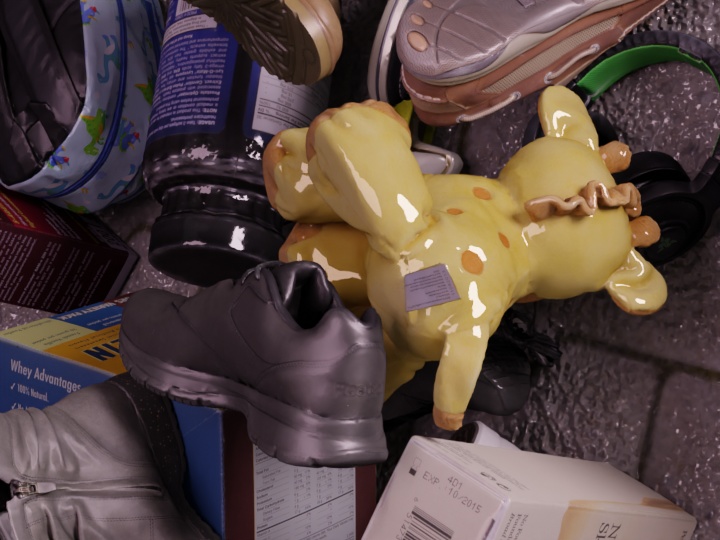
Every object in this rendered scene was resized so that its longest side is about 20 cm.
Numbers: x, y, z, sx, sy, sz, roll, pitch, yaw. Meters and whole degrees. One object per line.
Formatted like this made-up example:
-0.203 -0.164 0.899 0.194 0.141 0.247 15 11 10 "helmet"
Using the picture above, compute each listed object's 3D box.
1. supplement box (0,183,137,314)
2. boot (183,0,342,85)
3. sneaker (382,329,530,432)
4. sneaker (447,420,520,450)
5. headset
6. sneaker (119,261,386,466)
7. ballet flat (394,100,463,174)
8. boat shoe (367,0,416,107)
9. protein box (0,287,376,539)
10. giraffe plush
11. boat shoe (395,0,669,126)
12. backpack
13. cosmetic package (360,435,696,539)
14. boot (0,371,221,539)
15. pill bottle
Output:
-0.259 -0.030 1.400 0.109 0.200 0.061 40 106 36 "supplement box"
-0.001 -0.204 1.240 0.175 0.200 0.066 42 151 37 "boot"
0.024 0.063 1.252 0.200 0.076 0.091 19 100 48 "sneaker"
0.041 0.190 1.184 0.200 0.085 0.073 -54 14 1 "sneaker"
0.145 -0.039 1.183 0.123 0.094 0.200 36 88 41 "headset"
-0.051 0.033 1.071 0.200 0.076 0.091 20 106 44 "sneaker"
0.035 -0.090 1.273 0.067 0.067 0.201 13 87 17 "ballet flat"
0.074 -0.173 1.220 0.062 0.075 0.200 33 75 21 "boat shoe"
-0.106 0.137 1.251 0.198 0.135 0.201 14 111 39 "protein box"
0.065 -0.020 1.087 0.200 0.162 0.173 17 123 59 "giraffe plush"
0.105 -0.142 1.174 0.076 0.199 0.072 52 157 35 "boat shoe"
-0.201 -0.137 1.426 0.163 0.154 0.200 -37 39 25 "backpack"
0.086 0.154 1.094 0.071 0.200 0.106 31 102 36 "cosmetic package"
-0.139 0.157 1.106 0.068 0.130 0.201 -27 84 42 "boot"
-0.077 -0.095 1.308 0.112 0.112 0.201 -6 67 37 "pill bottle"
